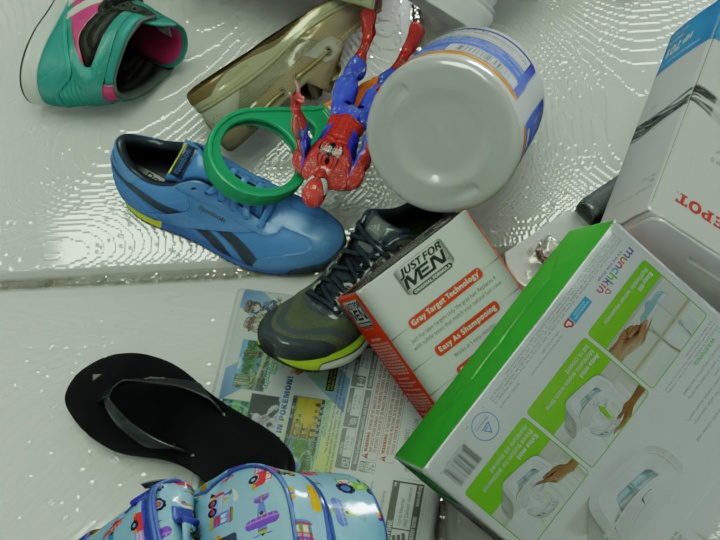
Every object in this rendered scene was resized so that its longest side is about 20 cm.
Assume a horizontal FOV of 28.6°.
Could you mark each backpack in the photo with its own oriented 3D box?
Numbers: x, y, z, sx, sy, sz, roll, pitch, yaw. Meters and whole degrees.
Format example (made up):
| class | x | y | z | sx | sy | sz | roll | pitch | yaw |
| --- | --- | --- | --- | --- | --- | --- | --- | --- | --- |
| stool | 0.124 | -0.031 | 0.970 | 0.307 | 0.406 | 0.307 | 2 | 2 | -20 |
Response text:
| class | x | y | z | sx | sy | sz | roll | pitch | yaw |
| --- | --- | --- | --- | --- | --- | --- | --- | --- | --- |
| backpack | -0.080 | 0.207 | 0.878 | 0.200 | 0.134 | 0.183 | -35 | 42 | 26 |

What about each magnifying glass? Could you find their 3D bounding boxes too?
| class | x | y | z | sx | sy | sz | roll | pitch | yaw |
| --- | --- | --- | --- | --- | --- | --- | --- | --- | --- |
| magnifying glass | -0.041 | -0.113 | 1.124 | 0.200 | 0.022 | 0.080 | -33 | 77 | -33 |

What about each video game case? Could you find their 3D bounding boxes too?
| class | x | y | z | sx | sy | sz | roll | pitch | yaw |
| --- | --- | --- | --- | --- | --- | --- | --- | --- | --- |
| video game case | -0.024 | 0.116 | 1.042 | 0.181 | 0.022 | 0.201 | 8 | 64 | 9 |

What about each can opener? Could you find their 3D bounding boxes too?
| class | x | y | z | sx | sy | sz | roll | pitch | yaw |
| --- | --- | --- | --- | --- | --- | --- | --- | --- | --- |
| can opener | 0.187 | -0.033 | 1.085 | 0.200 | 0.067 | 0.053 | -35 | 67 | -23 |

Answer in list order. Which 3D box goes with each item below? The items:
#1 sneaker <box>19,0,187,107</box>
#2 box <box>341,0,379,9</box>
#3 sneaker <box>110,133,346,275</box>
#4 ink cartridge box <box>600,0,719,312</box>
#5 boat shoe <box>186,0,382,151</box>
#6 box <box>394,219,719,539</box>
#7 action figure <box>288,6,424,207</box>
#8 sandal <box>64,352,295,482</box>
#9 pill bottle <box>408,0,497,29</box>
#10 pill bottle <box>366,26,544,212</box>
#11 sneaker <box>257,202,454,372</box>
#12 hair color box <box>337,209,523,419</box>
| class | x | y | z | sx | sy | sz | roll | pitch | yaw |
| --- | --- | --- | --- | --- | --- | --- | --- | --- | --- |
| sneaker | -0.198 | -0.222 | 1.193 | 0.120 | 0.084 | 0.201 | 13 | 72 | 16 |
| box | -0.046 | -0.323 | 1.194 | 0.199 | 0.097 | 0.176 | 17 | 41 | 12 |
| sneaker | -0.107 | -0.055 | 1.106 | 0.199 | 0.079 | 0.066 | 20 | 64 | 13 |
| ink cartridge box | 0.279 | -0.078 | 1.052 | 0.146 | 0.086 | 0.201 | 31 | 67 | -13 |
| boat shoe | -0.051 | -0.171 | 1.173 | 0.200 | 0.072 | 0.065 | -39 | 102 | -27 |
| box | 0.156 | 0.101 | 0.915 | 0.176 | 0.097 | 0.200 | 39 | 82 | -7 |
| action figure | -0.005 | -0.139 | 1.082 | 0.065 | 0.099 | 0.201 | 17 | 57 | 7 |
| sandal | -0.134 | 0.107 | 1.023 | 0.199 | 0.043 | 0.076 | 19 | 70 | 28 |
| pill bottle | 0.114 | -0.299 | 1.167 | 0.112 | 0.112 | 0.201 | 32 | 94 | 19 |
| pill bottle | 0.078 | -0.121 | 1.058 | 0.111 | 0.113 | 0.200 | 4 | 18 | 13 |
| sneaker | 0.000 | 0.000 | 1.042 | 0.074 | 0.081 | 0.200 | 31 | 51 | 30 |
| hair color box | 0.085 | 0.069 | 0.987 | 0.101 | 0.061 | 0.201 | -36 | 95 | -14 |
